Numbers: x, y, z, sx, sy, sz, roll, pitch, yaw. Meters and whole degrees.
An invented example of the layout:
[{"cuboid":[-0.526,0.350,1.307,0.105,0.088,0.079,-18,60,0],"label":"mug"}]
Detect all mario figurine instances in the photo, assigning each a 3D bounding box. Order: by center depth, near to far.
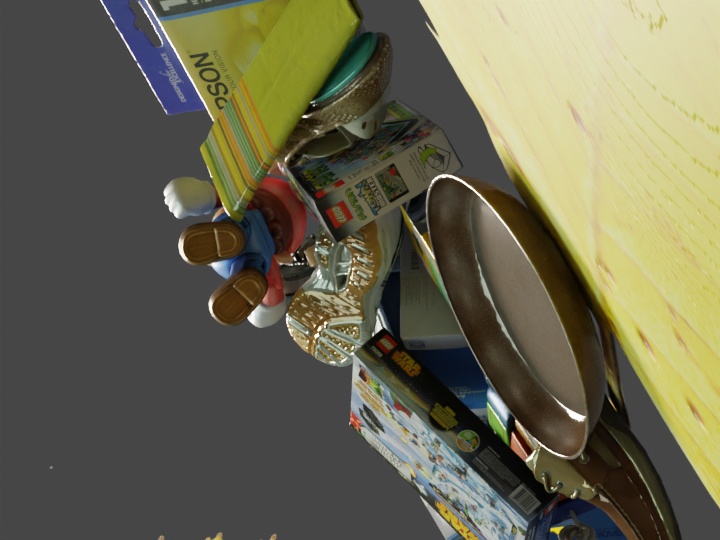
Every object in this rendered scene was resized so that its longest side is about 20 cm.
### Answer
[{"cuboid":[-0.107,-0.012,1.813,0.200,0.105,0.124,-60,-19,-76],"label":"mario figurine"}]

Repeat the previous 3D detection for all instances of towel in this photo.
[{"cuboid":[-0.058,-0.135,1.697,0.018,0.200,0.086,11,-142,-35],"label":"towel"}]

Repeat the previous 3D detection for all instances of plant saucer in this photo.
[{"cuboid":[0.104,0.024,1.460,0.201,0.032,0.201,56,164,26],"label":"plant saucer"}]

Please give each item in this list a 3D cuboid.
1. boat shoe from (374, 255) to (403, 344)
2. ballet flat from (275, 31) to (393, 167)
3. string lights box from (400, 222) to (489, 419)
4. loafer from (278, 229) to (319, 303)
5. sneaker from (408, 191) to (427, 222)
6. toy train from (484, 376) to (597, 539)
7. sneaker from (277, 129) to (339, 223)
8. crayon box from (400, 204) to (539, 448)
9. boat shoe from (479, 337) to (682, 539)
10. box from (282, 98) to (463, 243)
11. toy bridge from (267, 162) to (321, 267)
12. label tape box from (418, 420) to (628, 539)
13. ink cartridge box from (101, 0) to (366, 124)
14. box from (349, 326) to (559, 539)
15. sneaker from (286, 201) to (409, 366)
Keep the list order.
[{"cuboid":[0.037,-0.009,2.016,0.062,0.072,0.202,-173,79,-77],"label":"boat shoe"},{"cuboid":[-0.018,-0.125,1.713,0.065,0.071,0.200,39,153,-18],"label":"ballet flat"},{"cuboid":[0.077,0.046,1.912,0.200,0.058,0.103,64,-156,-64],"label":"string lights box"},{"cuboid":[-0.016,-0.028,2.069,0.072,0.199,0.063,3,111,45],"label":"loafer"},{"cuboid":[0.003,-0.122,1.924,0.200,0.074,0.081,53,171,-2],"label":"sneaker"},{"cuboid":[0.159,0.155,1.846,0.200,0.084,0.116,-122,16,-46],"label":"toy train"},{"cuboid":[-0.027,-0.133,1.857,0.074,0.087,0.201,-6,-102,-70],"label":"sneaker"},{"cuboid":[0.105,0.035,1.732,0.201,0.051,0.126,59,177,19],"label":"crayon box"},{"cuboid":[0.149,0.121,1.561,0.201,0.074,0.076,60,178,13],"label":"boat shoe"},{"cuboid":[0.006,-0.079,1.730,0.035,0.110,0.200,60,177,-14],"label":"box"},{"cuboid":[-0.055,-0.092,1.927,0.067,0.027,0.201,6,-127,-57],"label":"toy bridge"},{"cuboid":[0.127,0.187,2.005,0.201,0.142,0.066,60,137,36],"label":"label tape box"},{"cuboid":[-0.105,-0.194,1.761,0.047,0.199,0.198,-81,-28,-43],"label":"ink cartridge box"},{"cuboid":[0.072,0.152,1.834,0.200,0.040,0.137,44,158,19],"label":"box"},{"cuboid":[0.000,0.000,1.836,0.075,0.088,0.200,33,143,6],"label":"sneaker"}]
